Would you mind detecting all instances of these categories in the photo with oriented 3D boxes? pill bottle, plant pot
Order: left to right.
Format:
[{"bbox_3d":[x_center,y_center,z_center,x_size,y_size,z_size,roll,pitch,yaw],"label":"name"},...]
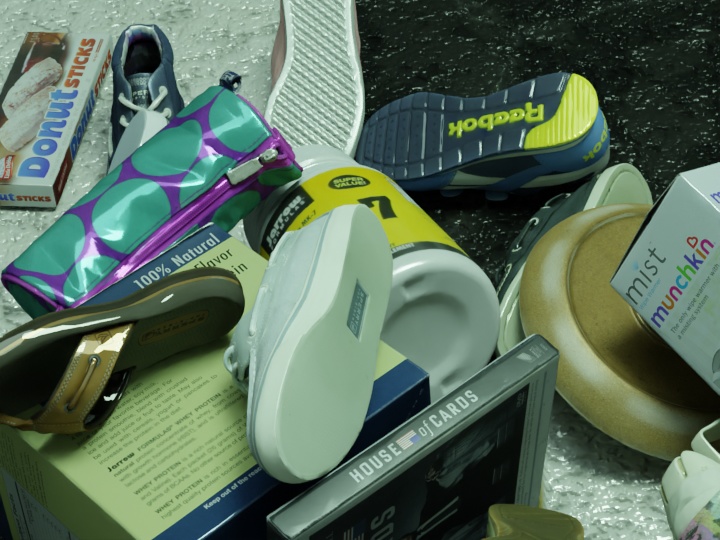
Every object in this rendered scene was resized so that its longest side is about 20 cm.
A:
[{"bbox_3d":[0.000,0.000,1.307,0.113,0.115,0.200,-19,33,-16],"label":"pill bottle"},{"bbox_3d":[0.198,0.031,1.271,0.198,0.028,0.201,10,50,-12],"label":"plant pot"}]

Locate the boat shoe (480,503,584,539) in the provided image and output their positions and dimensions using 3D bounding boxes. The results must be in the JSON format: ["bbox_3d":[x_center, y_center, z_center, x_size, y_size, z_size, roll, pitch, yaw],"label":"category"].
[{"bbox_3d":[0.089,0.175,1.066,0.072,0.064,0.201,9,6,0],"label":"boat shoe"}]

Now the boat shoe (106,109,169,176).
[{"bbox_3d":[-0.151,-0.010,1.361,0.066,0.070,0.202,25,62,-24],"label":"boat shoe"}]

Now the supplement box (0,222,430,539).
[{"bbox_3d":[-0.092,0.110,1.180,0.199,0.135,0.199,-33,48,-29],"label":"supplement box"}]

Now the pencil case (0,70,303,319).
[{"bbox_3d":[-0.131,-0.031,1.272,0.200,0.085,0.092,-44,26,-18],"label":"pencil case"}]

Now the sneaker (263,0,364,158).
[{"bbox_3d":[-0.033,-0.134,1.518,0.074,0.105,0.202,2,70,0],"label":"sneaker"}]

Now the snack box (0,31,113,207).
[{"bbox_3d":[-0.247,-0.120,1.547,0.071,0.024,0.201,3,41,7],"label":"snack box"}]

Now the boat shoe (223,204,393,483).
[{"bbox_3d":[-0.035,0.044,1.107,0.071,0.070,0.202,-17,34,28],"label":"boat shoe"}]

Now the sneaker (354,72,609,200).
[{"bbox_3d":[0.089,-0.086,1.447,0.198,0.082,0.075,-3,65,29],"label":"sneaker"}]

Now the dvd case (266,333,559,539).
[{"bbox_3d":[0.029,0.137,1.125,0.199,0.151,0.025,-33,56,-28],"label":"dvd case"}]

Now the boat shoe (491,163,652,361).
[{"bbox_3d":[0.126,0.002,1.342,0.066,0.075,0.200,-12,34,45],"label":"boat shoe"}]

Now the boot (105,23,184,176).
[{"bbox_3d":[-0.159,-0.091,1.455,0.072,0.091,0.201,-8,40,-3],"label":"boot"}]

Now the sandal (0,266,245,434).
[{"bbox_3d":[-0.147,0.058,1.100,0.199,0.082,0.055,-19,65,-25],"label":"sandal"}]

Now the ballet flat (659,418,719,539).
[{"bbox_3d":[0.215,0.124,1.150,0.071,0.069,0.200,42,34,10],"label":"ballet flat"}]

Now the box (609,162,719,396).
[{"bbox_3d":[0.281,0.016,1.207,0.199,0.097,0.177,-15,54,-45],"label":"box"}]
